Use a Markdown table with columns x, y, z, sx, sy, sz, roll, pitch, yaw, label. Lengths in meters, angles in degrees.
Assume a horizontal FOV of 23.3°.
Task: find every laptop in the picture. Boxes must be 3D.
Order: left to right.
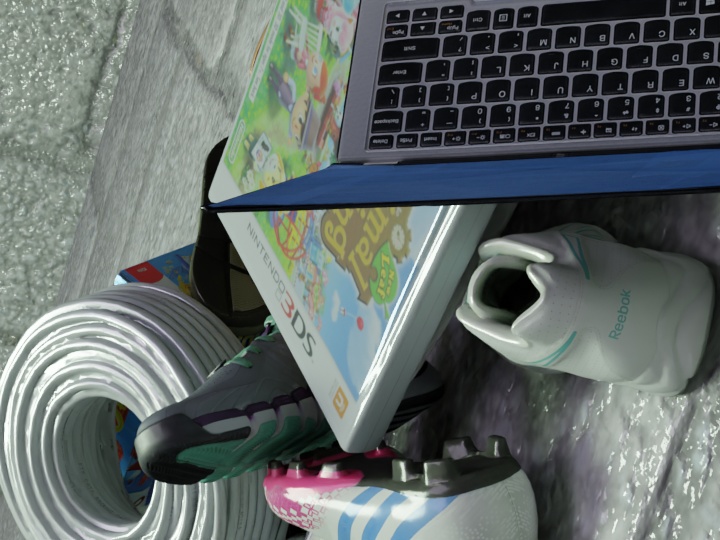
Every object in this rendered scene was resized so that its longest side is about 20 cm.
| x | y | z | sx | sy | sz | roll | pitch | yaw | label |
| --- | --- | --- | --- | --- | --- | --- | --- | --- | --- |
| 0.064 | -0.087 | 0.624 | 0.116 | 0.187 | 0.200 | 53 | -139 | -58 | laptop |

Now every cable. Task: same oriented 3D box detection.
| x | y | z | sx | sy | sz | roll | pitch | yaw | label |
| --- | --- | --- | --- | --- | --- | --- | --- | --- | --- |
| -0.130 | 0.109 | 1.011 | 0.200 | 0.069 | 0.200 | -37 | 76 | 36 | cable |

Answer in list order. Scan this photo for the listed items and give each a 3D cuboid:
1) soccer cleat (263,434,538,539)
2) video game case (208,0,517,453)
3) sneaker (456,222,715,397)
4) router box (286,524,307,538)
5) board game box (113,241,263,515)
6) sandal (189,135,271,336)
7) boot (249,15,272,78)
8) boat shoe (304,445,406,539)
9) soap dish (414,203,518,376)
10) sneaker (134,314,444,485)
| x | y | z | sx | sy | sz | roll | pitch | yaw | label |
| --- | --- | --- | --- | --- | --- | --- | --- | --- | --- |
| 0.014 | 0.126 | 0.828 | 0.200 | 0.070 | 0.087 | -8 | 96 | 61 | soccer cleat |
| -0.005 | -0.049 | 0.799 | 0.182 | 0.022 | 0.200 | 59 | 140 | 37 | video game case |
| 0.077 | 0.008 | 0.750 | 0.200 | 0.080 | 0.071 | -177 | 99 | -76 | sneaker |
| -0.070 | 0.209 | 1.122 | 0.200 | 0.062 | 0.150 | -102 | 32 | -58 | router box |
| -0.103 | 0.067 | 1.162 | 0.200 | 0.056 | 0.196 | -25 | -35 | -51 | board game box |
| -0.065 | -0.025 | 1.085 | 0.201 | 0.080 | 0.057 | -75 | -14 | -47 | sandal |
| -0.006 | -0.133 | 1.078 | 0.200 | 0.074 | 0.155 | -42 | 23 | 28 | boot |
| -0.010 | 0.192 | 0.922 | 0.070 | 0.071 | 0.200 | -173 | 104 | -77 | boat shoe |
| 0.037 | -0.057 | 0.883 | 0.157 | 0.081 | 0.200 | -69 | 4 | -49 | soap dish |
| -0.047 | 0.053 | 0.912 | 0.074 | 0.200 | 0.088 | -37 | 71 | 39 | sneaker |
